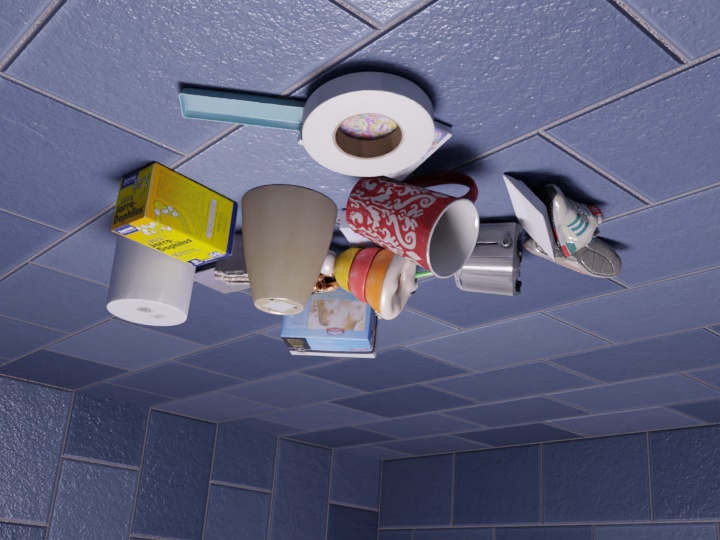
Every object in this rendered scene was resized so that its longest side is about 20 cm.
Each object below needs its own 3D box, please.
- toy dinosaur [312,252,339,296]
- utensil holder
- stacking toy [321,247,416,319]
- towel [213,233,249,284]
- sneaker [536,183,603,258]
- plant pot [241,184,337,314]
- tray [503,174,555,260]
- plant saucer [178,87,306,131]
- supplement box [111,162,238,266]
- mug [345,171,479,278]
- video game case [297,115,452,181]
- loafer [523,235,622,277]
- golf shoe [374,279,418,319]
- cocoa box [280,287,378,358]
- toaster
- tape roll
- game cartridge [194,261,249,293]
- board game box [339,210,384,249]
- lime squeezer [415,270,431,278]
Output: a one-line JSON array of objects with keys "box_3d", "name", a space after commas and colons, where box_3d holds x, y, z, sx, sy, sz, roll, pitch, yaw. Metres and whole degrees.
[{"box_3d": [-0.076, 0.004, 1.743, 0.135, 0.104, 0.199, 3, -179, 39], "name": "toy dinosaur"}, {"box_3d": [-0.409, -0.010, 1.670, 0.167, 0.203, 0.170, 4, 158, 2], "name": "utensil holder"}, {"box_3d": [0.000, 0.000, 1.655, 0.198, 0.147, 0.146, 18, 164, 21], "name": "stacking toy"}, {"box_3d": [-0.190, -0.023, 1.701, 0.197, 0.133, 0.035, 3, 131, 0], "name": "towel"}, {"box_3d": [0.376, -0.103, 1.493, 0.093, 0.071, 0.200, -27, 143, 7], "name": "sneaker"}, {"box_3d": [-0.141, -0.027, 1.578, 0.185, 0.203, 0.188, 3, 159, 1], "name": "plant pot"}, {"box_3d": [0.306, -0.096, 1.488, 0.022, 0.108, 0.200, -39, 151, 0], "name": "tray"}, {"box_3d": [-0.174, -0.246, 1.283, 0.197, 0.019, 0.070, 7, 159, -4], "name": "plant saucer"}, {"box_3d": [-0.340, -0.098, 1.559, 0.108, 0.111, 0.199, -15, 151, 39], "name": "supplement box"}, {"box_3d": [0.095, -0.090, 1.421, 0.199, 0.135, 0.177, 24, -145, 38], "name": "mug"}, {"box_3d": [0.022, -0.209, 1.306, 0.198, 0.018, 0.143, 16, 146, -28], "name": "video game case"}, {"box_3d": [0.413, -0.036, 1.646, 0.198, 0.073, 0.063, 17, 173, -14], "name": "loafer"}, {"box_3d": [0.072, 0.039, 1.797, 0.096, 0.079, 0.200, -14, -164, 14], "name": "golf shoe"}, {"box_3d": [-0.065, 0.110, 1.871, 0.197, 0.135, 0.132, 1, 157, 9], "name": "cocoa box"}, {"box_3d": [0.251, -0.020, 1.643, 0.127, 0.115, 0.200, 4, 161, 13], "name": "toaster"}, {"box_3d": [0.011, -0.212, 1.247, 0.200, 0.037, 0.204, -1, 150, -1], "name": "tape roll"}, {"box_3d": [-0.285, 0.004, 1.912, 0.198, 0.039, 0.129, -14, 156, 38], "name": "game cartridge"}, {"box_3d": [0.081, -0.064, 1.654, 0.197, 0.042, 0.200, -2, 158, 15], "name": "board game box"}, {"box_3d": [0.088, 0.010, 1.736, 0.070, 0.038, 0.199, -9, -172, -36], "name": "lime squeezer"}]
